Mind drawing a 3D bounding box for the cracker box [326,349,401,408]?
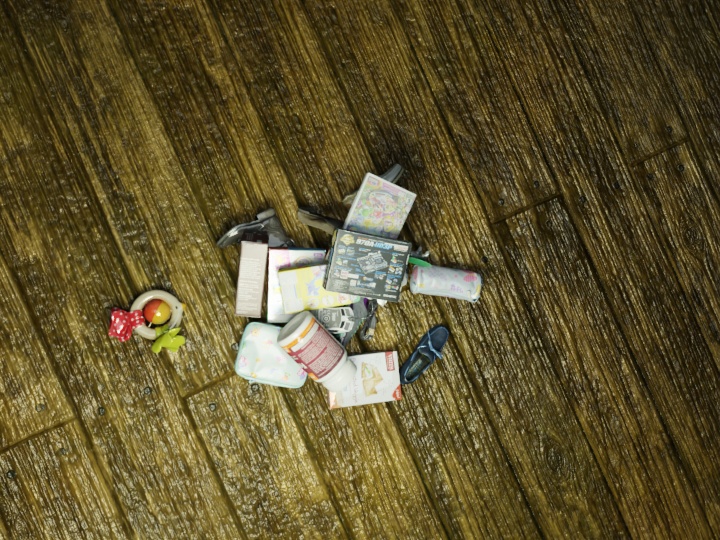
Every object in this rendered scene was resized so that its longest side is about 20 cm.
[{"bbox_3d":[0.006,0.295,1.628,0.200,0.058,0.134,-5,87,-12],"label":"cracker box"}]

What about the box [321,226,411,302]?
[{"bbox_3d":[0.016,-0.013,1.502,0.200,0.046,0.159,9,100,-17],"label":"box"}]

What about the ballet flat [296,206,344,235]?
[{"bbox_3d":[-0.097,-0.121,1.600,0.200,0.067,0.046,25,110,31],"label":"ballet flat"}]

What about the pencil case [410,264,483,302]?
[{"bbox_3d":[0.240,0.037,1.679,0.200,0.083,0.091,10,62,-9],"label":"pencil case"}]

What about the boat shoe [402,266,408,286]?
[{"bbox_3d":[0.036,-0.011,1.656,0.200,0.072,0.068,10,49,3],"label":"boat shoe"}]

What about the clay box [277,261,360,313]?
[{"bbox_3d":[-0.106,0.039,1.548,0.200,0.048,0.115,-9,102,-1],"label":"clay box"}]

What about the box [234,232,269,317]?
[{"bbox_3d":[-0.282,0.011,1.541,0.075,0.100,0.200,8,105,-10],"label":"box"}]

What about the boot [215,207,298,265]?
[{"bbox_3d":[-0.266,-0.057,1.603,0.200,0.069,0.174,-29,99,-4],"label":"boot"}]

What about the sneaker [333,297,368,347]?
[{"bbox_3d":[-0.015,0.142,1.630,0.087,0.074,0.200,16,82,-14],"label":"sneaker"}]

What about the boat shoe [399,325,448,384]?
[{"bbox_3d":[0.186,0.242,1.660,0.084,0.069,0.200,35,80,-6],"label":"boat shoe"}]

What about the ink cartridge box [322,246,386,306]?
[{"bbox_3d":[0.000,0.000,1.590,0.200,0.050,0.109,28,101,-4],"label":"ink cartridge box"}]

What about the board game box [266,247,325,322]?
[{"bbox_3d":[-0.174,0.039,1.595,0.153,0.040,0.200,1,100,-13],"label":"board game box"}]

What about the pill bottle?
[{"bbox_3d":[-0.108,0.210,1.516,0.114,0.114,0.200,-45,106,-11],"label":"pill bottle"}]

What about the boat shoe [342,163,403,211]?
[{"bbox_3d":[0.036,-0.236,1.667,0.200,0.075,0.068,-45,100,-10],"label":"boat shoe"}]

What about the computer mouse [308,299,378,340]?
[{"bbox_3d":[-0.053,0.129,1.571,0.200,0.044,0.110,0,75,13],"label":"computer mouse"}]

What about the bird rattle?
[{"bbox_3d":[-0.542,0.128,1.538,0.200,0.113,0.163,23,70,5],"label":"bird rattle"}]

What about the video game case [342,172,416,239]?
[{"bbox_3d":[0.040,-0.130,1.514,0.143,0.018,0.200,22,97,-19],"label":"video game case"}]

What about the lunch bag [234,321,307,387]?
[{"bbox_3d":[-0.232,0.226,1.574,0.200,0.077,0.161,15,83,-13],"label":"lunch bag"}]

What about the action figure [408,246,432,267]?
[{"bbox_3d":[0.088,-0.057,1.611,0.200,0.118,0.055,9,102,-29],"label":"action figure"}]
